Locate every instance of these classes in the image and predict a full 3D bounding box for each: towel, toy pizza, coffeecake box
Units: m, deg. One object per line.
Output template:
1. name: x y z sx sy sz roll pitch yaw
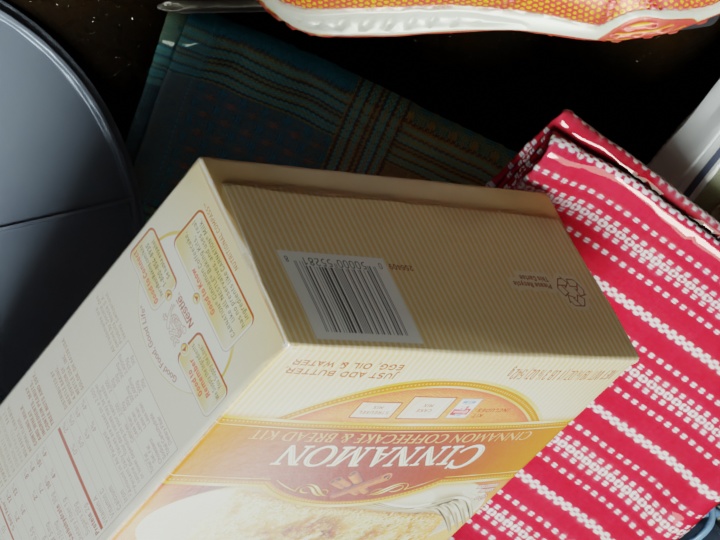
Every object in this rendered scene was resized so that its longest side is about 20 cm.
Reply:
1. towel: 0.000 0.000 0.842 0.199 0.022 0.147 25 126 2
2. towel: 0.067 0.051 0.831 0.144 0.023 0.200 36 124 -9
3. toy pizza: -0.169 -0.005 0.792 0.200 0.201 0.032 22 170 -26
4. coffeecake box: -0.034 0.059 0.757 0.153 0.073 0.200 3 140 -43

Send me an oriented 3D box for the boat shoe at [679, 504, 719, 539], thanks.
1. boat shoe: 0.136 0.112 0.995 0.200 0.069 0.084 30 124 -31

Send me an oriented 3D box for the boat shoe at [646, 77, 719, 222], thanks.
1. boat shoe: 0.146 -0.029 0.826 0.072 0.062 0.200 0 128 -48

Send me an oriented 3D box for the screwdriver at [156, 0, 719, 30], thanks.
1. screwdriver: 0.029 -0.097 0.810 0.199 0.029 0.028 1 135 -3

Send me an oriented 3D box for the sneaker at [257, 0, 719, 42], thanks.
1. sneaker: 0.060 -0.120 0.758 0.199 0.073 0.077 -4 125 -7

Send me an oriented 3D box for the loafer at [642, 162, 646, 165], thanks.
1. loafer: 0.054 0.032 0.911 0.072 0.063 0.200 1 127 -46
